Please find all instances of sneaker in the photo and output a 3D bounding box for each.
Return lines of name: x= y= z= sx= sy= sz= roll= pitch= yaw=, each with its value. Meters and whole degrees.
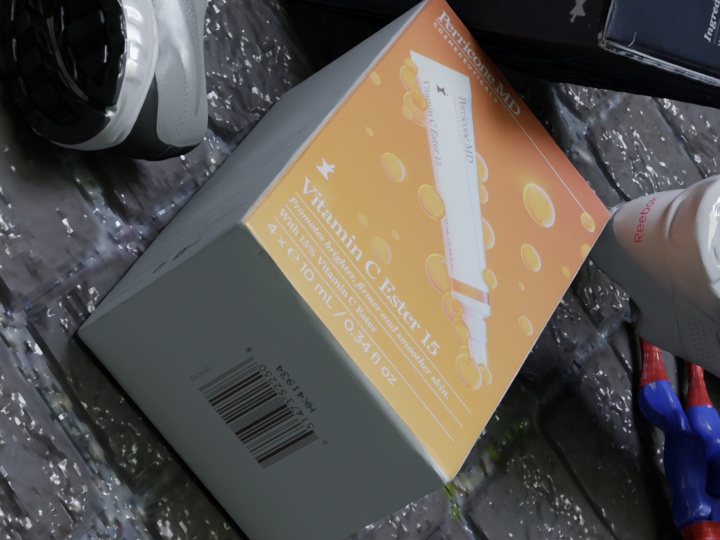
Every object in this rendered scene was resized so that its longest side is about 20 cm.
sneaker: x=-0.101 y=-0.133 z=0.977 sx=0.079 sy=0.074 sz=0.202 roll=21 pitch=56 yaw=-52
sneaker: x=0.171 y=0.020 z=1.081 sx=0.200 sy=0.099 sz=0.078 roll=45 pitch=63 yaw=-37

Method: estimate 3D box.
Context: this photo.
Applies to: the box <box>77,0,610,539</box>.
box: x=0.000 y=0.000 z=0.970 sx=0.125 sy=0.097 sz=0.200 roll=50 pitch=37 yaw=-11

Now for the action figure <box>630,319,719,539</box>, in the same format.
action figure: x=0.175 y=0.096 z=1.113 sx=0.065 sy=0.099 sz=0.201 roll=27 pitch=50 yaw=-34

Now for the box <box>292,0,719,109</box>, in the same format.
box: x=0.107 y=-0.148 z=1.092 sx=0.196 sy=0.199 sz=0.125 roll=9 pitch=94 yaw=-45
